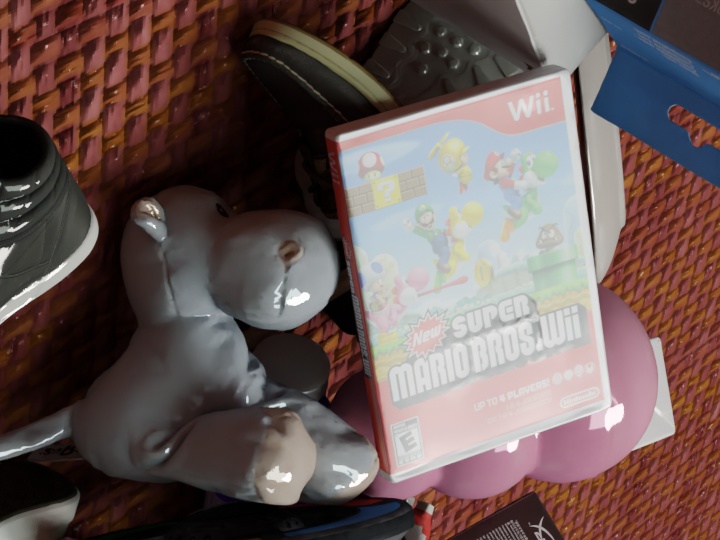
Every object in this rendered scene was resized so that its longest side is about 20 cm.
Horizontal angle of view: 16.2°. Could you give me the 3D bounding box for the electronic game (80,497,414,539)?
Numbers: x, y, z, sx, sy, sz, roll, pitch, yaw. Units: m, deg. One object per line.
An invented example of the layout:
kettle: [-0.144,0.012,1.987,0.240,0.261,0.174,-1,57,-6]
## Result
electronic game: [-0.069,0.148,1.381,0.200,0.200,0.042,-9,91,-51]

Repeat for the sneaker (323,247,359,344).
sneaker: [0.037,0.021,1.583,0.085,0.074,0.200,-51,142,5]

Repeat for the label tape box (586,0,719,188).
label tape box: [0.198,-0.142,1.324,0.063,0.144,0.200,-1,120,-53]

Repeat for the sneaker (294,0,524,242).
sneaker: [0.041,-0.100,1.466,0.200,0.076,0.081,-43,159,-9]

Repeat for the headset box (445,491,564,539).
headset box: [0.024,0.225,1.501,0.200,0.075,0.149,-27,166,-19]

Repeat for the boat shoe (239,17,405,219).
boat shoe: [0.004,-0.053,1.364,0.200,0.073,0.065,43,75,-18]

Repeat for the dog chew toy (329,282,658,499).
dog chew toy: [0.071,0.076,1.470,0.200,0.125,0.125,-16,137,-19]

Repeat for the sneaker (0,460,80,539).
sneaker: [-0.228,0.160,1.330,0.200,0.073,0.085,-6,123,-54]

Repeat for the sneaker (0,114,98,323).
sneaker: [-0.211,0.001,1.205,0.200,0.071,0.099,-46,148,-26]

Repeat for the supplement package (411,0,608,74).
supplement package: [0.116,-0.223,1.389,0.200,0.117,0.117,-49,150,-11]

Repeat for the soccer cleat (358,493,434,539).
soccer cleat: [0.000,0.174,1.590,0.085,0.069,0.200,-65,173,-3]

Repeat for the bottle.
bottle: [-0.055,0.120,1.518,0.084,0.065,0.200,-55,165,-41]

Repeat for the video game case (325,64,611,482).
video game case: [0.061,0.002,1.362,0.143,0.017,0.200,-17,111,-22]

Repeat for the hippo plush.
hippo plush: [-0.079,0.037,1.374,0.159,0.200,0.161,11,86,-72]

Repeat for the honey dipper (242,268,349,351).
honey dipper: [0.000,0.000,1.478,0.200,0.038,0.038,-32,150,6]

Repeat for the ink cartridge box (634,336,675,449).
ink cartridge box: [0.090,0.093,1.657,0.116,0.200,0.068,-15,95,-48]

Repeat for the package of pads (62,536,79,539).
package of pads: [-0.121,0.256,1.448,0.076,0.200,0.121,-40,150,3]

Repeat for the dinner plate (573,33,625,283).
dinner plate: [0.141,-0.091,1.515,0.024,0.200,0.200,-6,142,3]
